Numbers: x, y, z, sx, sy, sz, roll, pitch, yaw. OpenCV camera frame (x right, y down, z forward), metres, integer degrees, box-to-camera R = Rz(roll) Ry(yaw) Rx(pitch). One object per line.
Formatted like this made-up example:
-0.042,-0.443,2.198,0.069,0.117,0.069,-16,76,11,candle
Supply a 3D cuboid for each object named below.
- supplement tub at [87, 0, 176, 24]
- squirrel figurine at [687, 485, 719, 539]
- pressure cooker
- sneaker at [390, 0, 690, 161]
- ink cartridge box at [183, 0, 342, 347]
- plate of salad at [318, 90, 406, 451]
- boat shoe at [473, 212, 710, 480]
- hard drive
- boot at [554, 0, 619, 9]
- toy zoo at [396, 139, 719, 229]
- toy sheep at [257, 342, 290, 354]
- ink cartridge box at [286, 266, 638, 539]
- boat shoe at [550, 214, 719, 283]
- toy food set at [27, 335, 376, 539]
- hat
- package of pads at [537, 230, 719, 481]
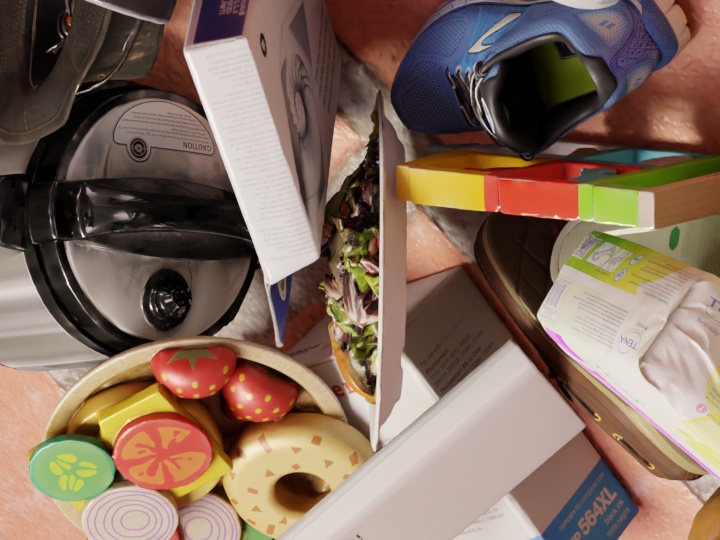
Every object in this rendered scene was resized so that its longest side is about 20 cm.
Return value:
-0.099,-0.232,1.365,0.106,0.107,0.201,23,98,27,supplement tub
0.222,0.200,1.501,0.141,0.187,0.201,34,144,14,squirrel figurine
-0.158,-0.025,1.667,0.199,0.176,0.179,-6,124,49,pressure cooker
0.078,-0.106,1.416,0.199,0.089,0.079,-15,114,51,sneaker
-0.043,-0.096,1.469,0.040,0.200,0.201,-8,127,11,ink cartridge box
0.000,0.000,1.487,0.048,0.201,0.201,1,138,-1,plate of salad
0.133,0.048,1.536,0.200,0.072,0.068,46,144,-7,boat shoe
0.033,0.129,1.529,0.026,0.200,0.132,50,-178,26,hard drive
0.061,-0.215,1.352,0.199,0.074,0.096,26,129,20,boot
0.112,-0.049,1.410,0.199,0.131,0.021,7,104,40,toy zoo
-0.062,0.111,1.755,0.200,0.138,0.138,40,149,-21,toy sheep
0.056,0.109,1.668,0.146,0.084,0.201,-19,111,52,ink cartridge box
0.200,-0.001,1.434,0.199,0.072,0.068,-1,151,42,boat shoe
-0.101,0.121,1.639,0.197,0.049,0.200,-28,129,18,toy food set
-0.157,-0.162,1.595,0.080,0.202,0.200,8,158,-28,hat
0.195,0.070,1.345,0.200,0.068,0.154,39,177,-18,package of pads
